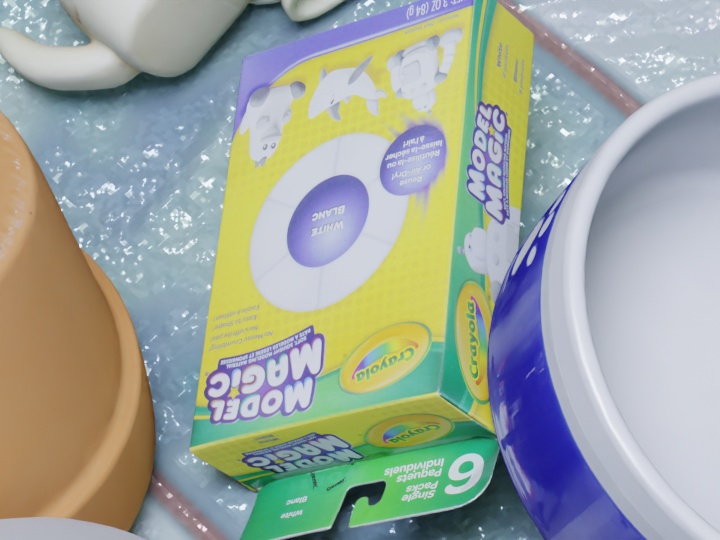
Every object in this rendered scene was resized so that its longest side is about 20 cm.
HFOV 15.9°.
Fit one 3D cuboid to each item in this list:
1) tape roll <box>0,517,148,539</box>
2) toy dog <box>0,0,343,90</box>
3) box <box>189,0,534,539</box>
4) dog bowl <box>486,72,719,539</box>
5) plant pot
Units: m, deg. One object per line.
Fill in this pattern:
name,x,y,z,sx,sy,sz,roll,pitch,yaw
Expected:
tape roll,-0.104,0.182,0.795,0.202,0.139,0.203,0,90,-6
toy dog,-0.090,-0.187,1.058,0.194,0.139,0.200,-44,63,22
box,0.000,0.000,0.956,0.117,0.048,0.200,-15,57,33
dog bowl,0.148,0.035,0.898,0.200,0.079,0.201,9,63,-18
plant pot,-0.175,0.022,0.909,0.199,0.140,0.200,1,49,-1
